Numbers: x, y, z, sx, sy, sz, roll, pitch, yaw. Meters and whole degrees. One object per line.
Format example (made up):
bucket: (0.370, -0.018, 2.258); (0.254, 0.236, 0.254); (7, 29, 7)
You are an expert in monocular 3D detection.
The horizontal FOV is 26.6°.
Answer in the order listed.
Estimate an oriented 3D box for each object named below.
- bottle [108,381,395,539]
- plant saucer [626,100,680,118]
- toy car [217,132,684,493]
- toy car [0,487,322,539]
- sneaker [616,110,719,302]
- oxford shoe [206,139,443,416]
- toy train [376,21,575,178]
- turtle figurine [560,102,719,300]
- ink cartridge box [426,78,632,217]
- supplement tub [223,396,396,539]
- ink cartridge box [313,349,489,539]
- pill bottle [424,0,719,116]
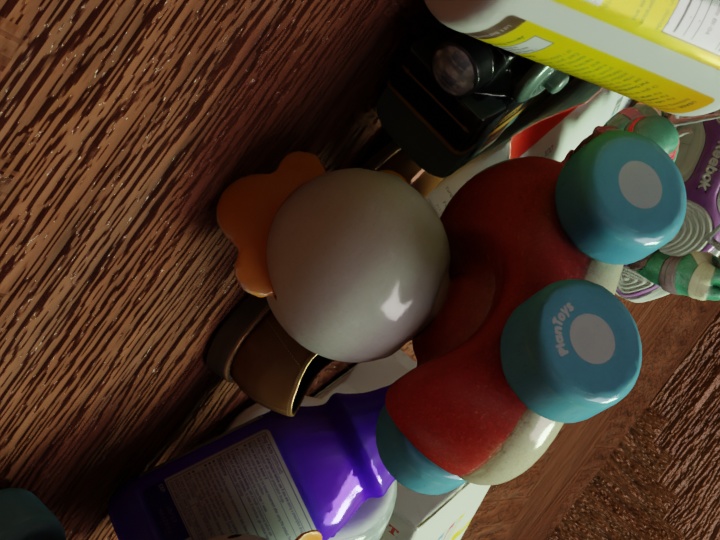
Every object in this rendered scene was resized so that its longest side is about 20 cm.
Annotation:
bottle: (-0.046, 0.124, 0.894); (0.199, 0.084, 0.065); (-26, -178, -7)
plant saucer: (0.223, -0.128, 1.082); (0.201, 0.034, 0.200); (-53, 170, -13)
toy car: (0.026, -0.007, 0.777); (0.184, 0.199, 0.178); (-41, -157, 59)
toy car: (-0.082, 0.185, 0.789); (0.199, 0.184, 0.178); (-30, 143, -34)
sneaker: (0.244, -0.064, 1.074); (0.201, 0.075, 0.100); (-59, 169, 15)
oxford shoe: (0.000, 0.000, 0.894); (0.200, 0.071, 0.071); (-52, 161, -6)
toy train: (0.092, -0.132, 0.863); (0.200, 0.085, 0.114); (-39, 171, -43)
turtle figurine: (0.159, -0.042, 0.915); (0.200, 0.100, 0.151); (128, -30, -52)
ink cartridge box: (0.132, -0.090, 0.949); (0.160, 0.047, 0.200); (-39, -173, -34)
supplement tub: (-0.056, 0.190, 1.028); (0.122, 0.122, 0.201); (-35, 155, -42)
ink cartridge box: (0.009, 0.165, 1.138); (0.125, 0.128, 0.201); (-34, 154, -43)
pill bottle: (0.134, -0.142, 0.741); (0.199, 0.110, 0.110); (16, 117, -30)
